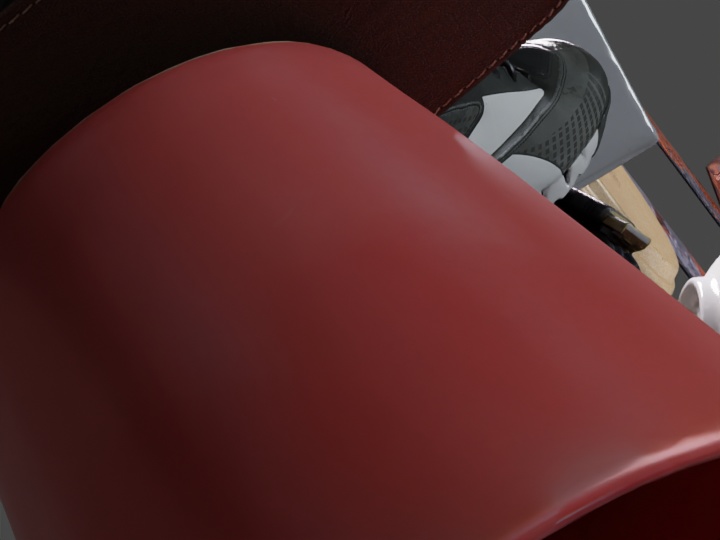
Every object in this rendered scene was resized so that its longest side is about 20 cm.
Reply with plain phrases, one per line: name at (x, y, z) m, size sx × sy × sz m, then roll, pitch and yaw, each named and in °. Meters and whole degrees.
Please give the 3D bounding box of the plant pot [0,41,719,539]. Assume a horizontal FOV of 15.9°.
plant pot at (-0.003, 0.050, 0.656) m, size 0.177 × 0.200 × 0.200 m, roll 50°, pitch 8°, yaw 31°

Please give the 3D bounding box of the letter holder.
letter holder at (-0.060, -0.079, 0.712) m, size 0.142 × 0.200 × 0.101 m, roll 39°, pitch 19°, yaw -51°

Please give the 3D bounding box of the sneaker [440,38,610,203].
sneaker at (0.021, -0.055, 0.861) m, size 0.066 × 0.091 × 0.200 m, roll 34°, pitch 40°, yaw 31°

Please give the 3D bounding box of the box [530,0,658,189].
box at (0.025, -0.116, 1.183) m, size 0.200 × 0.106 × 0.152 m, roll 61°, pitch -12°, yaw -5°

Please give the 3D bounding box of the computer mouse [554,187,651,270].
computer mouse at (0.000, 0.000, 0.905) m, size 0.110 × 0.200 × 0.044 m, roll 40°, pitch -47°, yaw 50°

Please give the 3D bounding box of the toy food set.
toy food set at (0.160, -0.055, 1.828) m, size 0.200 × 0.049 × 0.198 m, roll 49°, pitch 13°, yaw -22°

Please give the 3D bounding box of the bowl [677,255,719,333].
bowl at (0.265, 0.053, 1.745) m, size 0.094 × 0.201 × 0.201 m, roll 7°, pitch 23°, yaw -6°
